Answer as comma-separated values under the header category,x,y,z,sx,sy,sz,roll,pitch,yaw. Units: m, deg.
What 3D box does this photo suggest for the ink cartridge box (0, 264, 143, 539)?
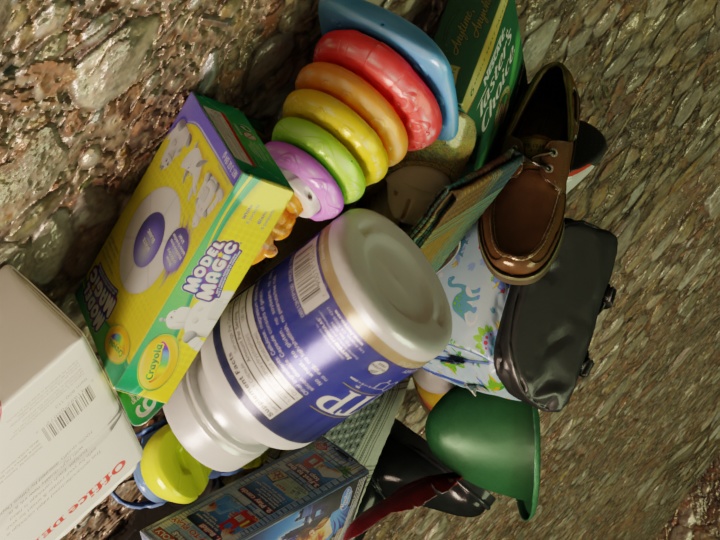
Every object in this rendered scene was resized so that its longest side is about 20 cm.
category,x,y,z,sx,sy,sz,roll,pitch,yaw
ink cartridge box,-0.241,0.111,1.177,0.146,0.083,0.200,-43,156,-17

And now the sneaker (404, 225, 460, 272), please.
category,x,y,z,sx,sy,sz,roll,pitch,yaw
sneaker,0.000,0.000,1.470,0.199,0.085,0.073,-36,130,21

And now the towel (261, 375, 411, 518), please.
category,x,y,z,sx,sy,sz,roll,pitch,yaw
towel,-0.035,0.178,1.545,0.192,0.034,0.201,-3,121,-64

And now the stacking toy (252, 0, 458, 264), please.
category,x,y,z,sx,sy,sz,roll,pitch,yaw
stacking toy,-0.028,-0.077,1.198,0.200,0.116,0.110,-52,158,-21

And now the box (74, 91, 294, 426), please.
category,x,y,z,sx,sy,sz,roll,pitch,yaw
box,-0.128,-0.005,1.163,0.048,0.118,0.201,18,113,-33

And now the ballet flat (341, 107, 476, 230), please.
category,x,y,z,sx,sy,sz,roll,pitch,yaw
ballet flat,0.028,-0.054,1.346,0.070,0.071,0.200,-29,174,-39

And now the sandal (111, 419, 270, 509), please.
category,x,y,z,sx,sy,sz,roll,pitch,yaw
sandal,-0.145,0.146,1.441,0.087,0.080,0.200,-21,178,27

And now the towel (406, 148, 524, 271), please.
category,x,y,z,sx,sy,sz,roll,pitch,yaw
towel,0.040,-0.005,1.340,0.200,0.022,0.147,-53,170,28

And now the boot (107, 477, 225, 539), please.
category,x,y,z,sx,sy,sz,roll,pitch,yaw
boot,-0.169,0.271,1.541,0.201,0.073,0.151,-54,146,-8

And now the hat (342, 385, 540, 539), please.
category,x,y,z,sx,sy,sz,roll,pitch,yaw
hat,0.064,0.145,1.546,0.174,0.167,0.200,-3,178,-2

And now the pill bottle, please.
category,x,y,z,sx,sy,sz,roll,pitch,yaw
pill bottle,-0.044,0.057,1.244,0.199,0.120,0.119,-36,164,27

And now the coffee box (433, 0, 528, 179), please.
category,x,y,z,sx,sy,sz,roll,pitch,yaw
coffee box,0.092,-0.140,1.397,0.200,0.044,0.124,69,40,-64

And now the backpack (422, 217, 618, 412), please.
category,x,y,z,sx,sy,sz,roll,pitch,yaw
backpack,0.101,0.025,1.489,0.200,0.153,0.164,2,-111,65

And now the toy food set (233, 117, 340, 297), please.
category,x,y,z,sx,sy,sz,roll,pitch,yaw
toy food set,-0.084,-0.023,1.302,0.198,0.049,0.200,-52,157,4

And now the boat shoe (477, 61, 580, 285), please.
category,x,y,z,sx,sy,sz,roll,pitch,yaw
boat shoe,0.134,-0.083,1.398,0.068,0.071,0.201,88,12,-51

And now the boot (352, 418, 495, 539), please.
category,x,y,z,sx,sy,sz,roll,pitch,yaw
boot,0.010,0.225,1.674,0.163,0.198,0.073,-54,158,-7

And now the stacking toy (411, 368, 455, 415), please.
category,x,y,z,sx,sy,sz,roll,pitch,yaw
stacking toy,0.091,0.090,1.658,0.147,0.146,0.200,-53,160,9

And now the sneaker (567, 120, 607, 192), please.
category,x,y,z,sx,sy,sz,roll,pitch,yaw
sneaker,0.142,-0.062,1.634,0.201,0.067,0.108,-32,153,-29

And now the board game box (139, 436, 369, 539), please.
category,x,y,z,sx,sy,sz,roll,pitch,yaw
board game box,-0.103,0.249,1.416,0.199,0.061,0.201,-7,122,-50
